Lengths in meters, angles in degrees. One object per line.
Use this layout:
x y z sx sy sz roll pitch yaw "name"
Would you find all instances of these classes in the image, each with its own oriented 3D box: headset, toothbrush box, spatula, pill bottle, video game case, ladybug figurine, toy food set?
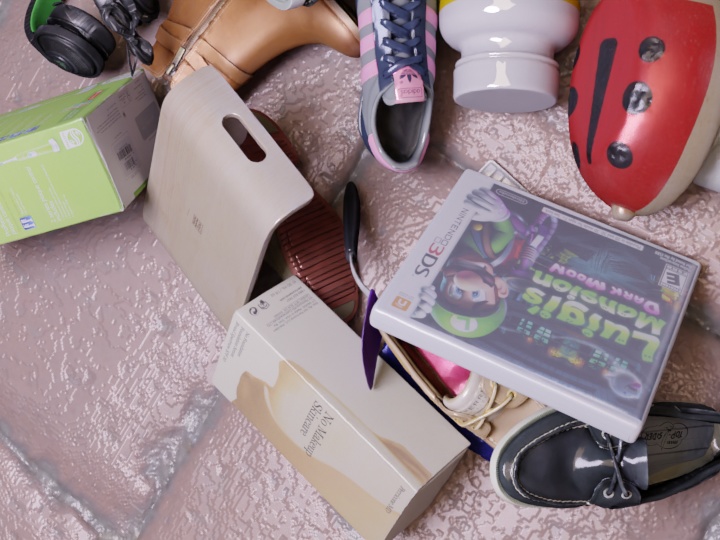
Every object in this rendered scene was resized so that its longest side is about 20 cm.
-0.237 -0.232 0.950 0.124 0.094 0.200 -46 50 -2 "headset"
-0.281 -0.091 0.934 0.199 0.146 0.086 -13 113 15 "toothbrush box"
0.000 0.000 0.857 0.020 0.057 0.200 -11 48 2 "spatula"
0.117 -0.231 0.844 0.111 0.111 0.201 2 85 18 "pill bottle"
0.133 0.016 0.790 0.199 0.182 0.023 24 137 13 "video game case"
0.206 -0.137 0.800 0.136 0.072 0.201 5 86 59 "ladybug figurine"
-0.107 -0.047 0.874 0.060 0.200 0.144 -27 68 -31 "toy food set"

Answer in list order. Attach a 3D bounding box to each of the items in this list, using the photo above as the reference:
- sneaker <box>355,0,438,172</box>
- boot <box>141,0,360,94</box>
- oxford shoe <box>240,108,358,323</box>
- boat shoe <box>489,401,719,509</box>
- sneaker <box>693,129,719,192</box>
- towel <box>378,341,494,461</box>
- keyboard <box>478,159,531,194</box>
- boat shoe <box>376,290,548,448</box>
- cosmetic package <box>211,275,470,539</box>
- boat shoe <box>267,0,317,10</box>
0.034 -0.171 0.835 0.070 0.082 0.201 -8 122 -8 "sneaker"
-0.090 -0.191 0.931 0.200 0.074 0.155 39 96 30 "boot"
-0.068 -0.037 0.922 0.074 0.071 0.201 -34 79 44 "oxford shoe"
0.188 0.129 0.752 0.199 0.066 0.075 1 89 -25 "boat shoe"
0.288 -0.155 0.801 0.071 0.073 0.201 15 90 15 "sneaker"
0.114 0.075 0.849 0.200 0.050 0.148 27 108 18 "towel"
0.157 -0.005 0.863 0.200 0.011 0.056 44 99 16 "keyboard"
0.083 0.086 0.798 0.200 0.069 0.074 43 112 13 "boat shoe"
-0.020 0.112 0.855 0.200 0.071 0.105 42 138 18 "cosmetic package"
-0.068 -0.262 0.864 0.060 0.076 0.200 -14 44 -22 "boat shoe"
